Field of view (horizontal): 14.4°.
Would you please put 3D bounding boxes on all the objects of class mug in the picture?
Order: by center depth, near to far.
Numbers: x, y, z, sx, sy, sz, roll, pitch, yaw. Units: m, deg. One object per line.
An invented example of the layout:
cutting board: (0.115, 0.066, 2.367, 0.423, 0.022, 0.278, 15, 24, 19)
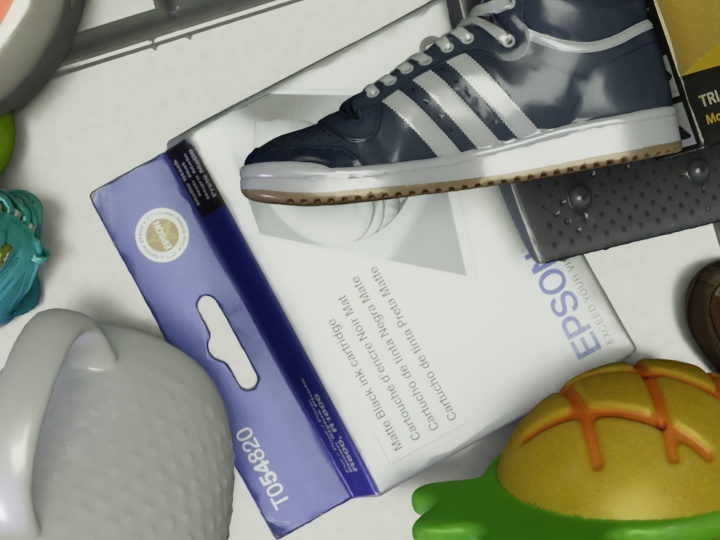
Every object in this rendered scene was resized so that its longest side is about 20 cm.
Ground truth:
mug: (-0.134, 0.103, 1.278, 0.147, 0.200, 0.176, 11, 54, 14)

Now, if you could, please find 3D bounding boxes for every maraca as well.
maraca: (0.115, 0.101, 1.310, 0.199, 0.137, 0.107, -16, 109, -38)

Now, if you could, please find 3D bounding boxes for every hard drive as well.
hard drive: (0.106, -0.110, 1.347, 0.134, 0.042, 0.201, -13, 87, -22)

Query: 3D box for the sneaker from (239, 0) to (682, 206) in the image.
sneaker: (0.039, -0.090, 1.271, 0.199, 0.070, 0.109, -9, 93, -6)

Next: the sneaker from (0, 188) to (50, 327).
sneaker: (-0.182, -0.020, 1.287, 0.079, 0.200, 0.078, -20, 73, -11)

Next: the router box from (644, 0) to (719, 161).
router box: (0.207, -0.157, 1.336, 0.199, 0.052, 0.158, -21, 92, -21)

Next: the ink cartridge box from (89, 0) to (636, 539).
ink cartridge box: (0.000, 0.000, 1.366, 0.200, 0.041, 0.200, -29, 92, -1)

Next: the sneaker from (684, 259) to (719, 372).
sneaker: (0.235, 0.073, 1.360, 0.200, 0.076, 0.071, 40, 89, -2)

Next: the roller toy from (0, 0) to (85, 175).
roller toy: (-0.221, -0.147, 1.305, 0.200, 0.140, 0.183, 33, 89, -2)
